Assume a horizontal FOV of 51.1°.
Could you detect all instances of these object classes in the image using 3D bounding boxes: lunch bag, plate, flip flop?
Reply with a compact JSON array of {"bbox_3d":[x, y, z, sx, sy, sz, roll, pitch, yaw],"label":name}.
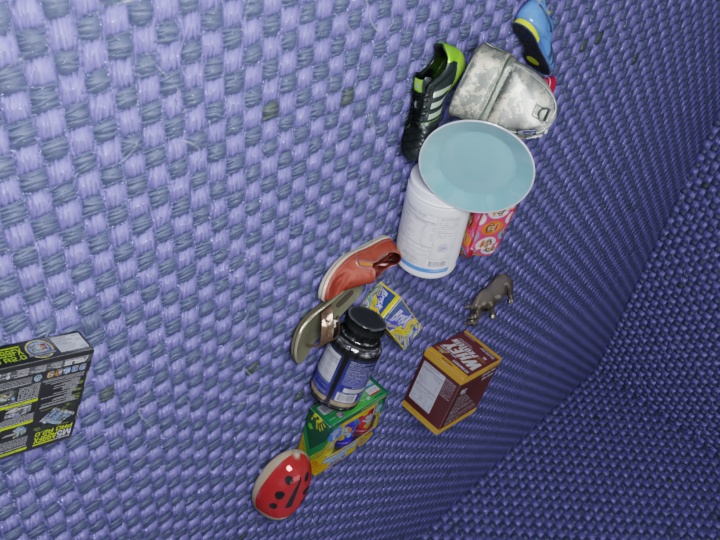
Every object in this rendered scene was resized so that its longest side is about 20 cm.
[{"bbox_3d":[0.252,-0.294,1.296,0.200,0.166,0.140,-47,161,-74],"label":"lunch bag"},{"bbox_3d":[0.197,-0.178,1.276,0.201,0.198,0.026,88,18,-49],"label":"plate"},{"bbox_3d":[-0.060,0.101,1.453,0.200,0.057,0.081,-45,151,-14],"label":"flip flop"},{"bbox_3d":[0.233,-0.145,1.506,0.081,0.177,0.201,-5,143,-16],"label":"lunch bag"}]

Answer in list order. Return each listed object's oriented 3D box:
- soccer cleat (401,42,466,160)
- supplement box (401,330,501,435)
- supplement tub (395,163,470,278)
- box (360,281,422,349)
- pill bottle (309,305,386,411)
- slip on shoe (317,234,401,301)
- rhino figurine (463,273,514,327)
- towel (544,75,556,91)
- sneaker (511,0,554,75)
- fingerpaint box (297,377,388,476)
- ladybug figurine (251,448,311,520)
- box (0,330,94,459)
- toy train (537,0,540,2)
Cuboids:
[{"bbox_3d":[0.109,-0.287,1.275,0.081,0.067,0.202,13,105,-49],"label":"soccer cleat"},{"bbox_3d":[0.249,0.302,2.056,0.196,0.133,0.201,-16,136,-47],"label":"supplement box"},{"bbox_3d":[0.142,-0.097,1.456,0.131,0.132,0.201,-29,143,-36],"label":"supplement tub"},{"bbox_3d":[0.070,0.101,1.641,0.070,0.064,0.200,-49,151,-6],"label":"box"},{"bbox_3d":[-0.022,0.178,1.540,0.111,0.112,0.201,-10,130,-51],"label":"pill bottle"},{"bbox_3d":[0.000,0.000,1.428,0.199,0.061,0.074,-32,147,-31],"label":"slip on shoe"},{"bbox_3d":[0.341,0.082,2.022,0.199,0.060,0.088,-38,129,-24],"label":"rhino figurine"},{"bbox_3d":[0.341,-0.330,1.605,0.199,0.022,0.146,-26,141,-39],"label":"towel"},{"bbox_3d":[0.347,-0.446,1.438,0.079,0.066,0.200,-56,152,-1],"label":"sneaker"},{"bbox_3d":[-0.041,0.359,1.753,0.199,0.073,0.168,-22,139,-44],"label":"fingerpaint box"},{"bbox_3d":[-0.169,0.483,1.680,0.135,0.072,0.201,-3,126,-35],"label":"ladybug figurine"},{"bbox_3d":[-0.453,0.170,0.963,0.199,0.044,0.161,-11,132,-51],"label":"box"},{"bbox_3d":[0.377,-0.541,1.373,0.201,0.084,0.116,-52,165,-1],"label":"toy train"}]
